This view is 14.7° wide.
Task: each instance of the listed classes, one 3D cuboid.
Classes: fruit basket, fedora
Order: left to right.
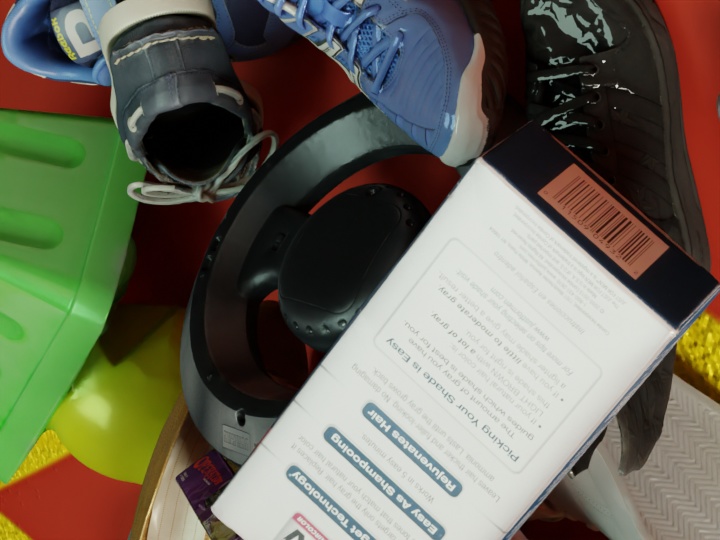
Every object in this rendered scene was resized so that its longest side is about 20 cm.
[{"bbox_3d":[-0.140,0.030,1.473,0.214,0.156,0.216,8,145,5],"label":"fruit basket"},{"bbox_3d":[-0.042,0.113,1.345,0.081,0.201,0.202,19,129,16],"label":"fedora"}]

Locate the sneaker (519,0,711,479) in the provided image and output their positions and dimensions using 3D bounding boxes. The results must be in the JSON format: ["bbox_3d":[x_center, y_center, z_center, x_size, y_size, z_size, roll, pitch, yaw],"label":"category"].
[{"bbox_3d":[0.090,-0.026,1.121,0.060,0.104,0.201,-6,108,39],"label":"sneaker"}]

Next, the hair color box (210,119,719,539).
[{"bbox_3d":[0.038,0.050,1.082,0.100,0.060,0.200,42,120,8],"label":"hair color box"}]

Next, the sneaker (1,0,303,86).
[{"bbox_3d":[-0.096,-0.124,1.332,0.199,0.082,0.074,-9,103,51],"label":"sneaker"}]

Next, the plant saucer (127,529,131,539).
[{"bbox_3d":[-0.079,0.218,1.568,0.200,0.036,0.201,31,134,38],"label":"plant saucer"}]

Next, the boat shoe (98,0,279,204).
[{"bbox_3d":[-0.077,-0.066,1.298,0.200,0.074,0.062,90,167,-71],"label":"boat shoe"}]

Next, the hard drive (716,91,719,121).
[{"bbox_3d":[0.213,-0.003,1.034,0.135,0.042,0.201,-30,86,56],"label":"hard drive"}]

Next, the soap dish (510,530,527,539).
[{"bbox_3d":[0.047,0.158,1.249,0.158,0.081,0.200,51,175,15],"label":"soap dish"}]

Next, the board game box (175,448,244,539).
[{"bbox_3d":[-0.006,0.175,1.231,0.200,0.032,0.120,54,172,-17],"label":"board game box"}]

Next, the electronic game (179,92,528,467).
[{"bbox_3d":[0.000,0.000,1.212,0.199,0.201,0.042,12,159,49],"label":"electronic game"}]

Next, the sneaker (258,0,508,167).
[{"bbox_3d":[-0.003,-0.112,1.178,0.200,0.077,0.076,56,141,40],"label":"sneaker"}]

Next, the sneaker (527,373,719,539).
[{"bbox_3d":[0.114,0.093,1.216,0.200,0.074,0.116,49,157,15],"label":"sneaker"}]
